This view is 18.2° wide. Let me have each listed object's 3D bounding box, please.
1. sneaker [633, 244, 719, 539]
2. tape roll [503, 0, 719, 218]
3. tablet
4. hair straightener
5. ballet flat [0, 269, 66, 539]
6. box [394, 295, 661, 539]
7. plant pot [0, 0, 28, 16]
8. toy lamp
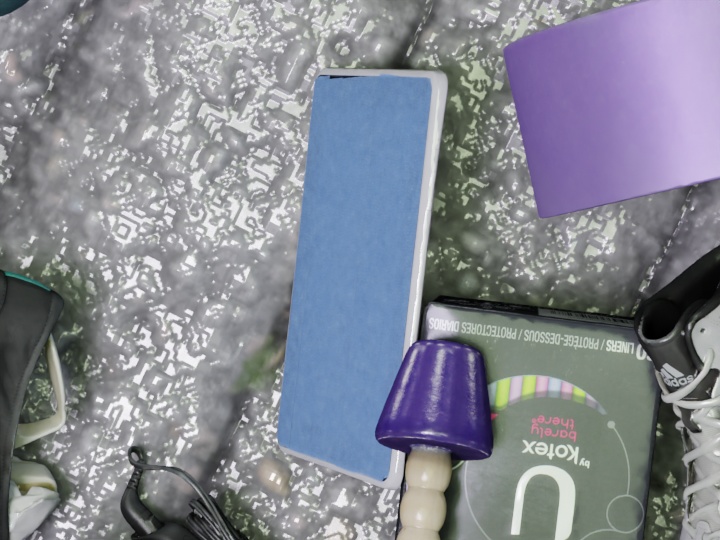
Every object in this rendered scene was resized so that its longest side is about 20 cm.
[{"bbox_3d":[0.157,0.079,1.043,0.115,0.075,0.202,29,73,-30],"label":"sneaker"},{"bbox_3d":[0.172,-0.086,1.058,0.198,0.200,0.086,-13,91,5],"label":"tape roll"},{"bbox_3d":[0.000,0.000,1.119,0.014,0.130,0.202,5,93,-29],"label":"tablet"},{"bbox_3d":[-0.050,0.161,1.157,0.200,0.041,0.077,48,128,9],"label":"hair straightener"},{"bbox_3d":[-0.185,0.094,1.150,0.068,0.068,0.201,0,118,-25],"label":"ballet flat"},{"bbox_3d":[0.080,0.119,1.118,0.121,0.106,0.202,6,93,5],"label":"box"},{"bbox_3d":[-0.177,-0.212,1.083,0.141,0.200,0.141,45,94,1],"label":"plant pot"},{"bbox_3d":[0.027,0.133,1.027,0.058,0.058,0.202,6,78,4],"label":"toy lamp"}]
